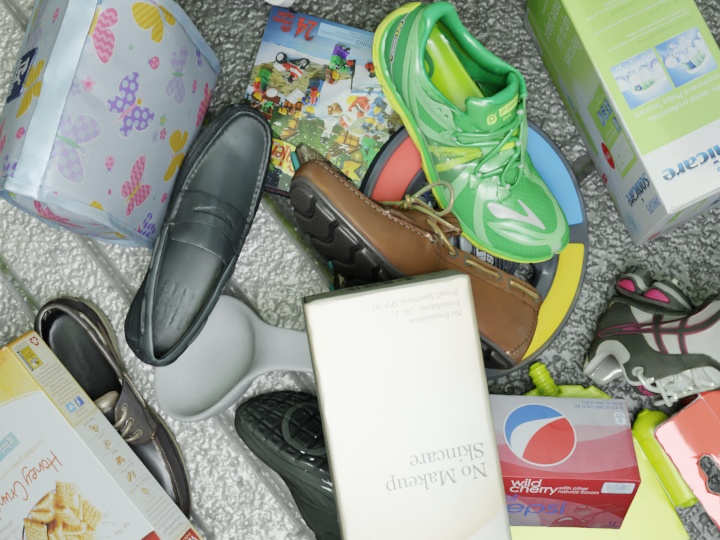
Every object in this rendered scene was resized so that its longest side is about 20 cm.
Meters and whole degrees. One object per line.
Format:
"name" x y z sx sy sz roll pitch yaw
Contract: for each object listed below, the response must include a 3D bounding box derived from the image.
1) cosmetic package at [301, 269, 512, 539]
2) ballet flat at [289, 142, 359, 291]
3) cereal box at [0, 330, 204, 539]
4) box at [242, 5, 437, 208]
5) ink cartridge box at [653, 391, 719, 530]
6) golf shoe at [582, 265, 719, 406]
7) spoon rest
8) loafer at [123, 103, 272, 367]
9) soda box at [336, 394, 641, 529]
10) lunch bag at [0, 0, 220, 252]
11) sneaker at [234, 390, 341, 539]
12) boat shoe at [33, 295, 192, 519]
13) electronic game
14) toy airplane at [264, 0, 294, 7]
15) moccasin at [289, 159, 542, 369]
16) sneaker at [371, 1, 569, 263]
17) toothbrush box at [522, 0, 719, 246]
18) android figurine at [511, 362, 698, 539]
"cosmetic package" 0.029 0.107 0.729 0.102 0.073 0.203 -11 92 -3
"ballet flat" 0.000 0.000 0.887 0.074 0.068 0.203 -10 102 -4
"cereal box" -0.220 0.162 0.867 0.144 0.039 0.201 -40 89 30
"box" 0.007 -0.110 0.929 0.198 0.038 0.138 16 84 6
"ink cartridge box" 0.315 0.103 0.862 0.199 0.067 0.117 -35 82 -1
"golf shoe" 0.232 0.060 0.818 0.077 0.200 0.088 41 80 -22
"spoon rest" -0.077 0.064 0.869 0.198 0.061 0.101 -2 66 34
"loafer" -0.112 -0.024 0.874 0.068 0.070 0.202 24 90 -21
"soda box" 0.083 0.127 0.813 0.197 0.064 0.071 3 48 -5
"lunch bag" -0.190 -0.115 0.864 0.126 0.200 0.172 15 85 6
"sneaker" -0.019 0.165 0.878 0.199 0.076 0.092 34 126 25
"boat shoe" -0.194 0.111 0.899 0.074 0.073 0.201 -32 81 0
"electronic game" 0.083 -0.021 0.871 0.198 0.042 0.203 -1 92 -26
"toy airplane" -0.072 -0.304 0.905 0.198 0.141 0.201 -19 64 24
"moccasin" 0.041 -0.014 0.797 0.200 0.074 0.078 32 72 -14
"sneaker" 0.079 -0.089 0.807 0.074 0.083 0.201 -39 100 -23
"toothbrush box" 0.199 -0.134 0.862 0.085 0.146 0.202 -26 82 0
"android figurine" 0.157 0.168 0.882 0.181 0.041 0.202 -27 83 1
